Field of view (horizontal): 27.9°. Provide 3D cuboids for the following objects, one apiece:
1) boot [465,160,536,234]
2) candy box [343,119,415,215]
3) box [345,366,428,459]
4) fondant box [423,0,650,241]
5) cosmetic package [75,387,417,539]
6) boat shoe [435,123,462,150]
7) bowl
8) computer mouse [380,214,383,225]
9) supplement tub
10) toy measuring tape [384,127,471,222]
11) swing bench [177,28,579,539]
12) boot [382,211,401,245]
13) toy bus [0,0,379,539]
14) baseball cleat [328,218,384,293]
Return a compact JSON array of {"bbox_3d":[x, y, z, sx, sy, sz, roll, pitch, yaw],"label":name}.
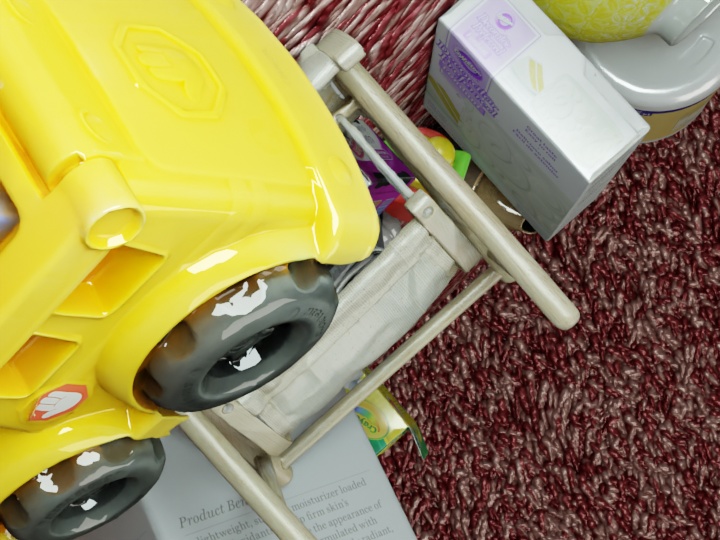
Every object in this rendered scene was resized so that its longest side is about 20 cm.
[{"bbox_3d":[0.148,-0.083,1.219,0.200,0.075,0.074,-45,153,-51],"label":"boot"},{"bbox_3d":[-0.065,-0.010,0.925,0.200,0.061,0.136,-45,174,12],"label":"candy box"},{"bbox_3d":[-0.018,0.089,1.219,0.048,0.200,0.117,-43,173,1],"label":"box"},{"bbox_3d":[0.114,-0.108,1.001,0.058,0.144,0.200,-41,173,-8],"label":"fondant box"},{"bbox_3d":[-0.078,0.187,0.920,0.165,0.200,0.165,-13,158,-35],"label":"cosmetic package"},{"bbox_3d":[0.073,-0.074,1.299,0.061,0.072,0.201,-44,166,-18],"label":"boat shoe"},{"bbox_3d":[0.207,-0.221,1.001,0.200,0.108,0.200,-43,174,-6],"label":"bowl"},{"bbox_3d":[-0.036,0.012,1.133,0.034,0.059,0.200,-7,-133,53],"label":"computer mouse"},{"bbox_3d":[0.237,-0.187,1.217,0.145,0.145,0.200,-43,173,-2],"label":"supplement tub"},{"bbox_3d":[0.036,-0.062,1.145,0.074,0.074,0.200,-41,172,-18],"label":"toy measuring tape"},{"bbox_3d":[-0.029,0.007,0.779,0.199,0.200,0.130,-42,-164,0],"label":"swing bench"},{"bbox_3d":[-0.005,0.000,1.293,0.096,0.074,0.200,-42,176,-12],"label":"boot"},{"bbox_3d":[-0.125,0.002,0.439,0.200,0.136,0.192,-43,161,24],"label":"toy bus"},{"bbox_3d":[0.000,0.000,1.036,0.106,0.070,0.200,-34,-156,36],"label":"baseball cleat"}]
